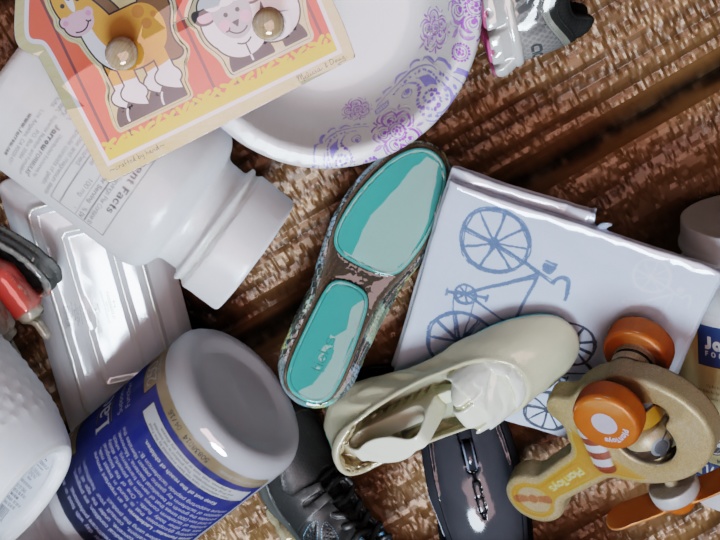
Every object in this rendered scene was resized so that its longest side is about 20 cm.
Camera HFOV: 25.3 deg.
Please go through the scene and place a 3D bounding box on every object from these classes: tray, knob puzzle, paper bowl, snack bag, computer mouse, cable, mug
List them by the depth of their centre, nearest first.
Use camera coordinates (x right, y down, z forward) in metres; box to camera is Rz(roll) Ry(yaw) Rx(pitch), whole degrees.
[{"bbox_3d":[-0.121,-0.181,0.966,0.217,0.030,0.223,0,98,1],"label":"knob puzzle"},{"bbox_3d":[-0.024,-0.175,1.047,0.198,0.105,0.203,-1,108,-4],"label":"paper bowl"},{"bbox_3d":[-0.287,0.112,1.082,0.175,0.201,0.148,36,62,13],"label":"mug"},{"bbox_3d":[-0.279,-0.025,1.093,0.097,0.051,0.201,-19,119,41],"label":"cable"},{"bbox_3d":[0.132,0.034,1.097,0.198,0.021,0.190,17,127,4],"label":"snack bag"},{"bbox_3d":[-0.181,0.022,1.142,0.106,0.022,0.202,-13,108,1],"label":"tray"},{"bbox_3d":[0.057,0.156,1.189,0.139,0.046,0.202,-9,108,-2],"label":"computer mouse"}]

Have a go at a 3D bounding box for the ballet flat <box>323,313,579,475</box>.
[{"bbox_3d":[0.060,0.092,1.100,0.198,0.070,0.070,-24,109,26],"label":"ballet flat"}]

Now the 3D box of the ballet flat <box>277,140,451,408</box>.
[{"bbox_3d":[0.000,0.000,1.124,0.074,0.074,0.201,30,93,-13],"label":"ballet flat"}]

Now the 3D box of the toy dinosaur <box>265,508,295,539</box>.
[{"bbox_3d":[-0.044,0.271,1.221,0.087,0.048,0.202,-25,111,-3],"label":"toy dinosaur"}]

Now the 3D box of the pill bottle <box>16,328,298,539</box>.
[{"bbox_3d":[-0.147,0.140,1.117,0.116,0.116,0.200,43,116,-15],"label":"pill bottle"}]

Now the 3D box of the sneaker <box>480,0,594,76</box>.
[{"bbox_3d":[0.110,-0.232,1.058,0.086,0.074,0.202,-12,113,-1],"label":"sneaker"}]

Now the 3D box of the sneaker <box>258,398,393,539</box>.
[{"bbox_3d":[-0.013,0.182,1.157,0.081,0.073,0.202,-13,102,42],"label":"sneaker"}]

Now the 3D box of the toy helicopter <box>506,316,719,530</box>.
[{"bbox_3d":[0.173,0.129,1.099,0.132,0.079,0.200,39,140,-7],"label":"toy helicopter"}]

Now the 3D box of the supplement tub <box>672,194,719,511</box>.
[{"bbox_3d":[0.287,0.056,1.124,0.142,0.145,0.203,-7,108,-2],"label":"supplement tub"}]

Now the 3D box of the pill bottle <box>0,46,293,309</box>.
[{"bbox_3d":[-0.147,-0.070,1.054,0.199,0.114,0.115,37,102,-7],"label":"pill bottle"}]
